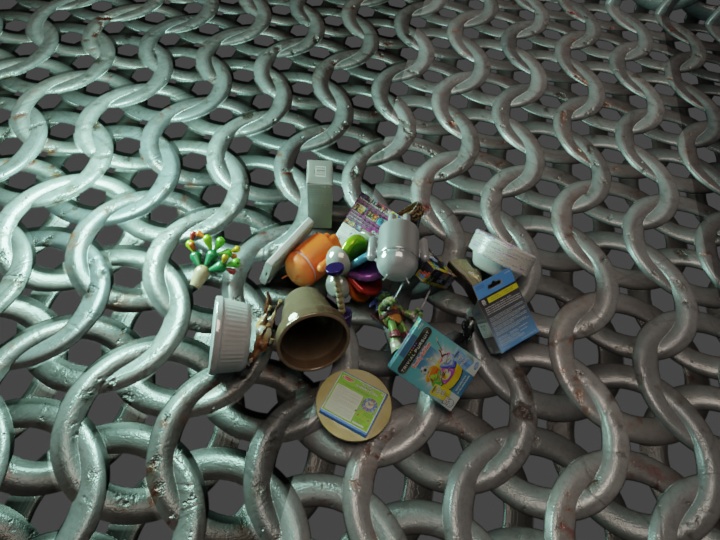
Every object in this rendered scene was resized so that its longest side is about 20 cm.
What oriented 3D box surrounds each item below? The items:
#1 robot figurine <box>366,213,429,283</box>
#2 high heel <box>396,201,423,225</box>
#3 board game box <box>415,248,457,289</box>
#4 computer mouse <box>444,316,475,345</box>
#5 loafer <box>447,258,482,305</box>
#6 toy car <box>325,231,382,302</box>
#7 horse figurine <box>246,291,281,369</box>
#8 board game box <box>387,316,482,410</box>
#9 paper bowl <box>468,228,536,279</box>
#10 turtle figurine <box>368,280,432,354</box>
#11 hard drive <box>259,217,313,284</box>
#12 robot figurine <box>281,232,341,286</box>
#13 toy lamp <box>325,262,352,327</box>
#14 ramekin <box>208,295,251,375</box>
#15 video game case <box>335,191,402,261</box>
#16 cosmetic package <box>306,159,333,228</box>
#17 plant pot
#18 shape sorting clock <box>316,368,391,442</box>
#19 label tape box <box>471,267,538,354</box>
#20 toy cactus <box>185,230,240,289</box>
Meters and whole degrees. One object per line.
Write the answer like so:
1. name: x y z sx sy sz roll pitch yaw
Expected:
1. robot figurine: 0.101 -0.056 1.484 0.166 0.114 0.203 0 58 10
2. high heel: 0.099 -0.161 1.741 0.196 0.144 0.072 -8 55 -11
3. board game box: 0.184 -0.029 1.633 0.057 0.199 0.166 -47 65 15
4. computer mouse: 0.234 0.211 1.512 0.197 0.139 0.053 -27 61 -11
5. loafer: 0.341 0.033 1.669 0.067 0.076 0.201 -27 61 -16
6. toy car: 0.000 0.000 1.575 0.149 0.203 0.174 31 44 34
7. horse figurine: -0.260 0.158 1.509 0.049 0.133 0.202 20 44 -19
8. board game box: 0.193 0.243 1.444 0.198 0.047 0.152 34 91 -3
9. paper bowl: 0.419 -0.038 1.675 0.198 0.106 0.201 23 11 -5
10. turtle figurine: 0.124 0.123 1.534 0.196 0.144 0.197 -17 66 5
11. hard drive: -0.219 -0.057 1.644 0.026 0.132 0.201 38 58 2
12. robot figurine: -0.144 -0.031 1.645 0.143 0.117 0.199 40 59 18
13. toy lamp: -0.057 0.075 1.527 0.057 0.203 0.059 -6 31 3
14. ramekin: -0.338 0.170 1.438 0.092 0.204 0.205 6 53 -16
15. video game case: 0.037 -0.115 1.712 0.198 0.036 0.183 33 93 18
16. cosmetic package: -0.127 -0.235 1.738 0.088 0.202 0.108 2 51 -6
17. plant pot: -0.140 0.138 1.494 0.196 0.203 0.176 -9 39 -12
18. shape sorting clock: -0.017 0.346 1.435 0.196 0.040 0.203 2 53 -3
19. label tape box: 0.397 0.115 1.575 0.142 0.063 0.203 -23 87 -21
20. toy cactus: -0.449 -0.024 1.638 0.197 0.102 0.167 24 75 9
